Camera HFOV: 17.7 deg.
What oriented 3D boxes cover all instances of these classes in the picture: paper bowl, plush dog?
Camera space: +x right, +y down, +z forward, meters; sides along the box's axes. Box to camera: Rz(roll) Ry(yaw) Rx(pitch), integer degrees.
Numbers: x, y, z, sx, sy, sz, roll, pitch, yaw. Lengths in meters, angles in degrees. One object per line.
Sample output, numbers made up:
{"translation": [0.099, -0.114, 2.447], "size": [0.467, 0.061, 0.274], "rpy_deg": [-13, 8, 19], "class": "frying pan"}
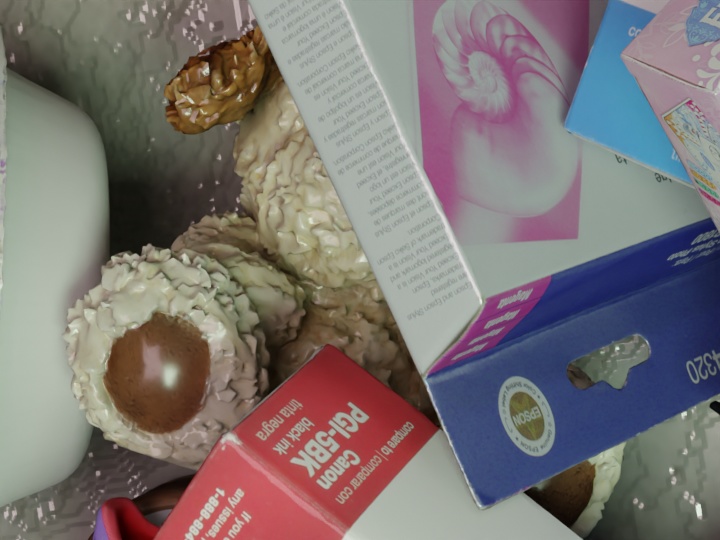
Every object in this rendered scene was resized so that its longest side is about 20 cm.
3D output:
{"translation": [-0.150, 0.006, 0.851], "size": [0.104, 0.201, 0.202], "rpy_deg": [4, 95, -12], "class": "paper bowl"}
{"translation": [0.000, 0.000, 0.838], "size": [0.199, 0.160, 0.173], "rpy_deg": [18, 85, -10], "class": "plush dog"}

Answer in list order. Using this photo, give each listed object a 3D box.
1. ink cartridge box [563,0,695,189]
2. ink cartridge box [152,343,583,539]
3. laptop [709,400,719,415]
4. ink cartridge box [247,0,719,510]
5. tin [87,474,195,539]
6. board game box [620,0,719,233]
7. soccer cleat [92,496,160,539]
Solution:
{"translation": [0.168, -0.114, 0.735], "size": [0.084, 0.145, 0.201], "rpy_deg": [28, 103, 44], "class": "ink cartridge box"}
{"translation": [0.017, 0.146, 0.714], "size": [0.200, 0.083, 0.147], "rpy_deg": [37, 118, 7], "class": "ink cartridge box"}
{"translation": [0.193, 0.154, 0.717], "size": [0.103, 0.177, 0.202], "rpy_deg": [-5, 104, -22], "class": "laptop"}
{"translation": [0.064, -0.043, 0.763], "size": [0.043, 0.196, 0.201], "rpy_deg": [-30, 83, 39], "class": "ink cartridge box"}
{"translation": [-0.027, 0.161, 0.893], "size": [0.199, 0.042, 0.112], "rpy_deg": [34, 100, 15], "class": "tin"}
{"translation": [0.190, -0.058, 0.686], "size": [0.200, 0.199, 0.043], "rpy_deg": [-46, 39, -12], "class": "board game box"}
{"translation": [-0.011, 0.119, 0.831], "size": [0.199, 0.068, 0.074], "rpy_deg": [-3, 93, 23], "class": "soccer cleat"}
